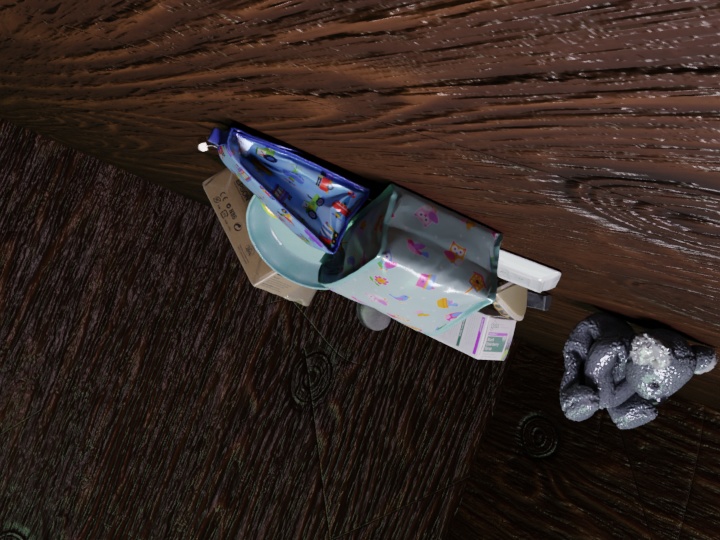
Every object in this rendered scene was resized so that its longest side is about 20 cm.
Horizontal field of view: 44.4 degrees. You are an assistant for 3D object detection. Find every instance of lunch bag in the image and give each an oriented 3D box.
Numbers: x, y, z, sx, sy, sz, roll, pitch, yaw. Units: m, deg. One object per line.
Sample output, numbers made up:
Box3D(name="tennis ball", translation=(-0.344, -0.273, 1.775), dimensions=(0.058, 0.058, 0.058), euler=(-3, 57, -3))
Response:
Box3D(name="lunch bag", translation=(-0.105, -0.113, 1.106), dimensions=(0.199, 0.095, 0.150), euler=(32, 178, -13))
Box3D(name="lunch bag", translation=(0.054, -0.001, 1.092), dimensions=(0.169, 0.123, 0.200), euler=(22, 153, -19))

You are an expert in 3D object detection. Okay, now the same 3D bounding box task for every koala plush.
Box3D(name="koala plush", translation=(0.435, 0.143, 1.377), dimensions=(0.176, 0.186, 0.199), euler=(12, 161, -30))

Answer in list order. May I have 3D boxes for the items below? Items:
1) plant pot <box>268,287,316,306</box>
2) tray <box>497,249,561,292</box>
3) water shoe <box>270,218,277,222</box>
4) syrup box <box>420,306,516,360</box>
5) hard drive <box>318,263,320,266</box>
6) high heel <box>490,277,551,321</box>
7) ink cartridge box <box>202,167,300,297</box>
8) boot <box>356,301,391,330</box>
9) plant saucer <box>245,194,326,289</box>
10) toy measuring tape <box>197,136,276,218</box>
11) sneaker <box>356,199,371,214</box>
Box3D(name="plant pot", translation=(-0.139, -0.031, 1.893), dimensions=(0.198, 0.185, 0.200), euler=(21, 177, 1))
Box3D(name="tray", translation=(0.235, 0.004, 1.284), dimensions=(0.106, 0.022, 0.200), euler=(22, 178, 12))
Box3D(name="water shoe", translation=(-0.049, -0.074, 1.388), dimensions=(0.198, 0.080, 0.072), euler=(22, 178, 5))
Box3D(name="syrup box", translation=(0.171, 0.089, 1.567), dimensions=(0.078, 0.082, 0.199), euler=(7, -167, -43))
Box3D(name="hard drive", translation=(0.000, 0.000, 1.427), dimensions=(0.199, 0.043, 0.134), euler=(27, -150, 33))
Box3D(name="high heel", translation=(0.224, 0.040, 1.513), dimensions=(0.141, 0.072, 0.199), euler=(12, -179, 37))
Box3D(name="ink cartridge box", translation=(-0.169, -0.065, 1.489), dimensions=(0.201, 0.075, 0.165), euler=(61, -172, 12))
Box3D(name="boot", translation=(0.059, 0.064, 1.554), dimensions=(0.131, 0.070, 0.201), euler=(26, 155, 27))
Box3D(name="plant saucer", translation=(-0.075, -0.061, 1.325), dimensions=(0.198, 0.036, 0.202), euler=(12, 131, 14))
Box3D(name="toy measuring tape", translation=(-0.139, -0.118, 1.212), dimensions=(0.198, 0.074, 0.073), euler=(19, 178, -22))
Box3D(name="sneaker", translation=(0.062, -0.053, 1.217), dimensions=(0.198, 0.075, 0.106), euler=(16, -162, -24))
